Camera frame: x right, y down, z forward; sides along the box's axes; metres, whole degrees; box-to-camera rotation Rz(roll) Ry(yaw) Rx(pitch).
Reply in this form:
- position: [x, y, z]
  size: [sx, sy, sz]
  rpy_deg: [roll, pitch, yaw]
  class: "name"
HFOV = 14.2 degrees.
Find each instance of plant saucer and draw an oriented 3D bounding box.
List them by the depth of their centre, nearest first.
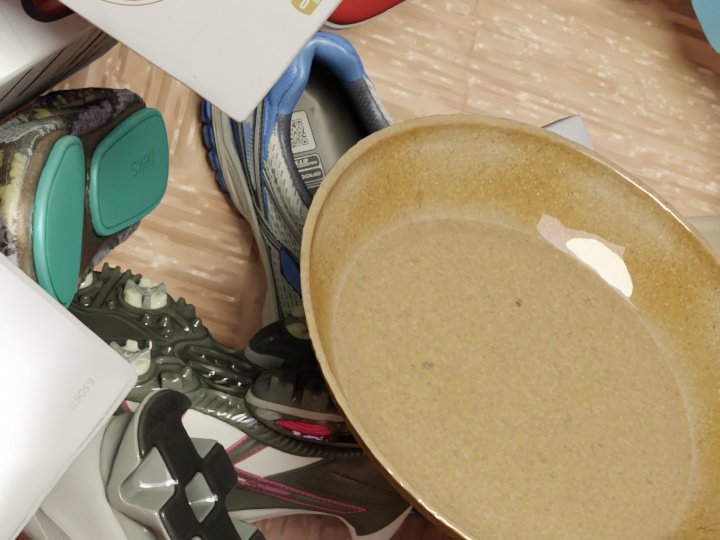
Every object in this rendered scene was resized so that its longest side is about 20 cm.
- position: [0.061, 0.035, 1.022]
  size: [0.200, 0.035, 0.201]
  rpy_deg: [18, 48, -21]
  class: "plant saucer"

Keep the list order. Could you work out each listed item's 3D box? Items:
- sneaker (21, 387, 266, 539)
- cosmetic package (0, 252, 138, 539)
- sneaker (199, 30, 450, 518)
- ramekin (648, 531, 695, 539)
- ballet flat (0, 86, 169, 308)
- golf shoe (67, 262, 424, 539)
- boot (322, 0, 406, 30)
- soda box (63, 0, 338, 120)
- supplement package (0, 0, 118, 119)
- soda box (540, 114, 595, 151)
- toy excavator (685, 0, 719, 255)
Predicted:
- position: [-0.063, 0.144, 1.021]
  size: [0.200, 0.088, 0.074]
  rpy_deg: [66, 26, -7]
  class: "sneaker"
- position: [-0.208, 0.028, 0.935]
  size: [0.199, 0.200, 0.123]
  rpy_deg: [42, 65, -11]
  class: "cosmetic package"
- position: [0.000, 0.000, 1.093]
  size: [0.077, 0.085, 0.200]
  rpy_deg: [-24, 90, -25]
  class: "sneaker"
- position: [0.113, 0.187, 1.052]
  size: [0.200, 0.098, 0.201]
  rpy_deg: [-2, 105, -9]
  class: "ramekin"
- position: [-0.118, -0.023, 1.005]
  size: [0.072, 0.200, 0.072]
  rpy_deg: [2, 101, 8]
  class: "ballet flat"
- position: [-0.071, 0.053, 1.053]
  size: [0.199, 0.088, 0.077]
  rpy_deg: [11, 33, 3]
  class: "golf shoe"
- position: [0.069, -0.156, 1.057]
  size: [0.200, 0.144, 0.072]
  rpy_deg: [-42, 120, -17]
  class: "boot"
- position: [-0.096, -0.136, 0.900]
  size: [0.200, 0.068, 0.064]
  rpy_deg: [34, 26, -13]
  class: "soda box"
- position: [-0.161, -0.154, 1.016]
  size: [0.111, 0.156, 0.200]
  rpy_deg: [-35, 94, -25]
  class: "supplement package"
- position: [0.087, 0.046, 1.133]
  size: [0.068, 0.064, 0.200]
  rpy_deg: [-24, 90, -25]
  class: "soda box"
- position: [0.172, -0.100, 1.148]
  size: [0.100, 0.194, 0.200]
  rpy_deg: [-1, 62, -41]
  class: "toy excavator"
